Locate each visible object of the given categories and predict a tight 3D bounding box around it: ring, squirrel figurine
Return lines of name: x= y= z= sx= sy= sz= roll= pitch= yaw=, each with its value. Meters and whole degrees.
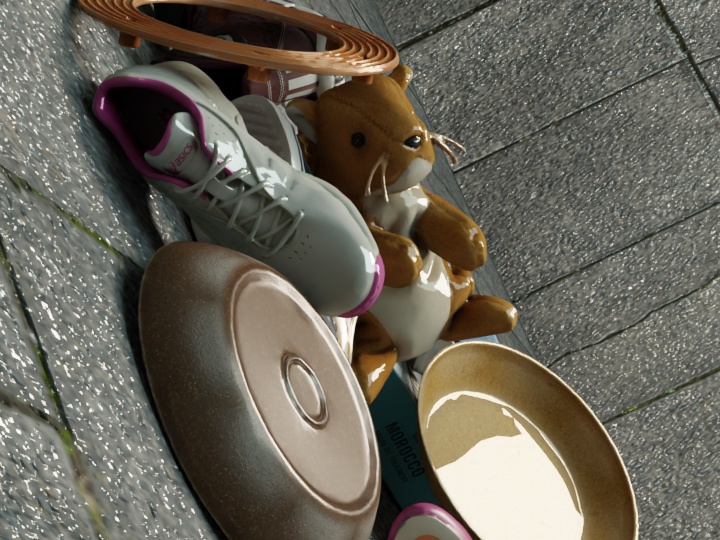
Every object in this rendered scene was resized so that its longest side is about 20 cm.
ring: x=-0.075 y=-0.144 z=1.212 sx=0.200 sy=0.200 sz=0.019 roll=-89 pitch=-170 yaw=-74
squirrel figurine: x=-0.005 y=-0.042 z=1.300 sx=0.200 sy=0.141 sz=0.187 roll=32 pitch=-41 yaw=56

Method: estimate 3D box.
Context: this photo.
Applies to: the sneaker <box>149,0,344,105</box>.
sneaker: x=-0.110 y=-0.156 z=1.341 sx=0.200 sy=0.115 sz=0.076 roll=26 pitch=-51 yaw=45

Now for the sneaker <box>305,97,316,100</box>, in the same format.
sneaker: x=-0.016 y=-0.088 z=1.650 sx=0.083 sy=0.081 sz=0.200 roll=35 pitch=18 yaw=-37

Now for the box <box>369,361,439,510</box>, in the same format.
box: x=0.023 y=0.105 z=1.444 sx=0.200 sy=0.049 sz=0.082 roll=61 pitch=7 yaw=-23

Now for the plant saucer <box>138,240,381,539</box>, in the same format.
plant saucer: x=-0.042 y=0.068 z=1.027 sx=0.201 sy=0.037 sz=0.201 roll=51 pitch=23 yaw=-31

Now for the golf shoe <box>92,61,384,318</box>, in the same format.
golf shoe: x=-0.074 y=-0.043 z=1.106 sx=0.200 sy=0.075 sz=0.091 roll=40 pitch=11 yaw=17

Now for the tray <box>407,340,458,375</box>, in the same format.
tray: x=0.000 y=0.000 z=1.476 sx=0.200 sy=0.022 sz=0.107 roll=52 pitch=-14 yaw=10

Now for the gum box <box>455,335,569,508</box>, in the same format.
gum box: x=0.101 y=0.160 z=1.554 sx=0.200 sy=0.044 sz=0.170 roll=95 pitch=-24 yaw=-57

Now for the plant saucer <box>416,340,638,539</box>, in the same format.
plant saucer: x=0.109 y=0.142 z=1.386 sx=0.200 sy=0.035 sz=0.201 roll=26 pitch=41 yaw=-26

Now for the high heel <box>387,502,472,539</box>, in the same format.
high heel: x=0.053 y=0.184 z=1.284 sx=0.200 sy=0.067 sz=0.096 roll=63 pitch=16 yaw=-48

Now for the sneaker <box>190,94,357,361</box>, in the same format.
sneaker: x=-0.052 y=-0.009 z=1.209 sx=0.079 sy=0.078 sz=0.201 roll=39 pitch=36 yaw=-53
